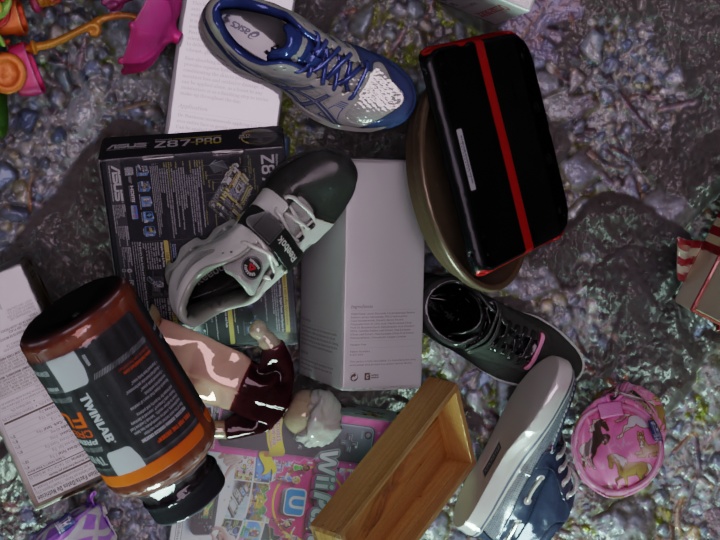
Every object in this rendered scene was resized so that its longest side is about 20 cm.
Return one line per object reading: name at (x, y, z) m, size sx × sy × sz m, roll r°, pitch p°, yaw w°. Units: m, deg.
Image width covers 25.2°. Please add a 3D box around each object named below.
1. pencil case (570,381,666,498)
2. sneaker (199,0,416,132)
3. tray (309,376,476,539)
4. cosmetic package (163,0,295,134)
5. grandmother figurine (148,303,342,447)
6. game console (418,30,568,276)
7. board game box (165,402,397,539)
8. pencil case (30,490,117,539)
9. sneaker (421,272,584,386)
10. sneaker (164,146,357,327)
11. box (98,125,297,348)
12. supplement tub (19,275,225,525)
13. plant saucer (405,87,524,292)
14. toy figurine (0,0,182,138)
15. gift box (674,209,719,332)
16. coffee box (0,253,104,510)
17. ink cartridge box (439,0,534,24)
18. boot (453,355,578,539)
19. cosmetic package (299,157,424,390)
pencil case at (0.235, 0.149, 1.450) m, size 0.083 × 0.200 × 0.087 m, roll 42°, pitch 97°, yaw 9°
sneaker at (-0.046, -0.173, 1.360) m, size 0.198 × 0.088 × 0.076 m, roll 22°, pitch 90°, yaw -3°
tray at (0.032, 0.197, 1.433) m, size 0.200 × 0.037 × 0.099 m, roll -47°, pitch 136°, yaw -38°
cosmetic package at (-0.117, -0.187, 1.438) m, size 0.100 × 0.071 × 0.202 m, roll 8°, pitch 94°, yaw -8°
grandmother figurine at (-0.105, 0.097, 1.415) m, size 0.199 × 0.061 × 0.122 m, roll 26°, pitch 119°, yaw -9°
game console at (0.119, -0.109, 1.437) m, size 0.031 × 0.176 × 0.202 m, roll -11°, pitch 97°, yaw 37°
board game box at (-0.070, 0.192, 1.481) m, size 0.198 × 0.064 × 0.149 m, roll 8°, pitch 94°, yaw -9°
pencil case at (-0.221, 0.301, 1.465) m, size 0.085 × 0.084 × 0.201 m, roll -37°, pitch 100°, yaw -26°
sneaker at (0.124, 0.062, 1.476) m, size 0.199 × 0.099 × 0.071 m, roll 26°, pitch 89°, yaw -10°
sneaker at (-0.078, -0.019, 1.351) m, size 0.200 × 0.089 × 0.074 m, roll -40°, pitch 115°, yaw 13°
box at (-0.139, -0.023, 1.418) m, size 0.159 × 0.049 × 0.202 m, roll -4°, pitch 120°, yaw -1°
supplement tub at (-0.190, 0.113, 1.340) m, size 0.106 × 0.107 × 0.201 m, roll -31°, pitch 108°, yaw -4°
plant saucer at (0.094, -0.079, 1.434) m, size 0.029 × 0.200 × 0.202 m, roll -10°, pitch 98°, yaw 31°
toy figurine at (-0.245, -0.231, 1.372) m, size 0.182 × 0.150 × 0.202 m, roll -13°, pitch 99°, yaw -3°
gift box at (0.405, -0.008, 1.460) m, size 0.199 × 0.187 × 0.185 m, roll 30°, pitch 92°, yaw -24°
coffee box at (-0.289, 0.095, 1.420) m, size 0.079 × 0.114 × 0.201 m, roll -23°, pitch 98°, yaw -4°
ink cartridge box at (0.061, -0.295, 1.414) m, size 0.198 × 0.145 × 0.085 m, roll 22°, pitch 92°, yaw -8°
boot at (0.168, 0.172, 1.491) m, size 0.090 × 0.073 × 0.201 m, roll 21°, pitch 118°, yaw -14°
cosmetic package at (0.000, 0.000, 1.445) m, size 0.084 × 0.107 × 0.202 m, roll 0°, pitch 96°, yaw -23°
